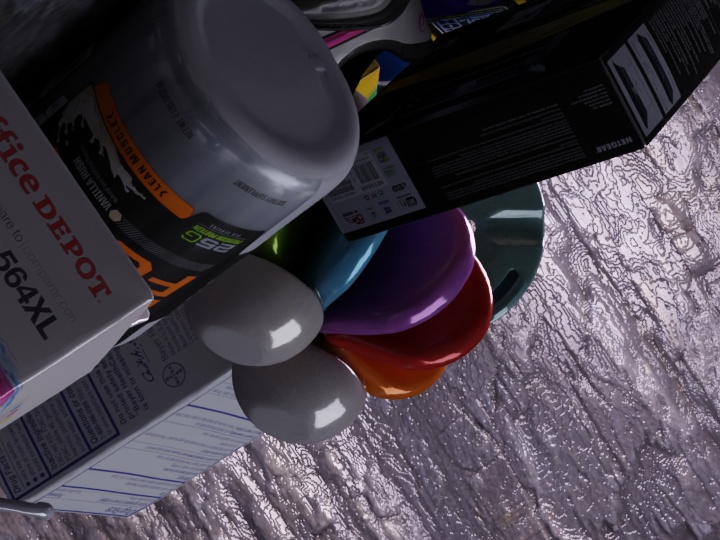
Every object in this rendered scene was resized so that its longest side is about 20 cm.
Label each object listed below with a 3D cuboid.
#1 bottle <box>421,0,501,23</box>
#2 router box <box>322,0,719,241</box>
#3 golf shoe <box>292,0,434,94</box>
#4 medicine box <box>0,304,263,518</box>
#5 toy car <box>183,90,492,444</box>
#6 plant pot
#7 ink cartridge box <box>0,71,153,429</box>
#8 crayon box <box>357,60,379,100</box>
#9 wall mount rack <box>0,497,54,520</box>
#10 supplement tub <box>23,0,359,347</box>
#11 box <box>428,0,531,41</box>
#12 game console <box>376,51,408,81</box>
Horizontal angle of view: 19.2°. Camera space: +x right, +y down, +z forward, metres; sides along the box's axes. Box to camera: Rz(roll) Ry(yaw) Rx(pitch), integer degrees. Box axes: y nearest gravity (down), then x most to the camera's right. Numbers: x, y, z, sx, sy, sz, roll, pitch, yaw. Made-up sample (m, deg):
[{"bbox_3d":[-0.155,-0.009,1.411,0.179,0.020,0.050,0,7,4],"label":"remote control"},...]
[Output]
[{"bbox_3d":[0.053,-0.174,1.062,0.065,0.084,0.200,-34,179,-16],"label":"bottle"},{"bbox_3d":[0.089,-0.095,1.106,0.199,0.052,0.157,-16,-159,42],"label":"router box"},{"bbox_3d":[-0.050,-0.097,1.104,0.200,0.092,0.073,-34,179,35],"label":"golf shoe"},{"bbox_3d":[-0.135,0.071,1.408,0.199,0.103,0.182,-32,164,10],"label":"medicine box"},{"bbox_3d":[0.000,0.000,1.235,0.149,0.200,0.176,8,-123,26],"label":"toy car"},{"bbox_3d":[0.035,-0.033,1.498,0.200,0.201,0.196,-34,-170,-9],"label":"plant pot"},{"bbox_3d":[-0.191,0.013,0.877,0.200,0.129,0.125,-34,178,-25],"label":"ink cartridge box"},{"bbox_3d":[-0.084,-0.081,1.364,0.199,0.058,0.173,-35,178,-3],"label":"crayon box"},{"bbox_3d":[-0.219,0.075,1.210,0.074,0.201,0.173,13,171,-30],"label":"wall mount rack"},{"bbox_3d":[-0.107,-0.043,1.001,0.200,0.123,0.122,-36,177,32],"label":"supplement tub"},{"bbox_3d":[0.133,-0.166,1.219,0.199,0.050,0.160,-7,163,22],"label":"box"},{"bbox_3d":[0.070,-0.207,1.497,0.171,0.118,0.200,-66,-170,-18],"label":"game console"}]
